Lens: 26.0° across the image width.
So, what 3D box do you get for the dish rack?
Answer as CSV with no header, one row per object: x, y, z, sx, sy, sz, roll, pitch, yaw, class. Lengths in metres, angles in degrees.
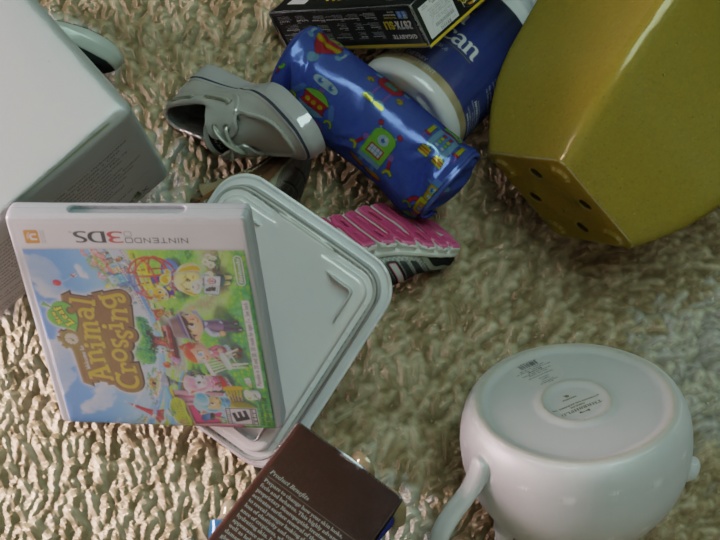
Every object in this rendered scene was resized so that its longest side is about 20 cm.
-0.089,0.042,1.237,0.171,0.044,0.201,34,99,8,dish rack

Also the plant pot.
0.227,-0.134,1.369,0.194,0.195,0.200,46,76,-27,plant pot

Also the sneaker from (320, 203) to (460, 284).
0.000,0.000,1.337,0.199,0.088,0.074,-10,38,-43,sneaker

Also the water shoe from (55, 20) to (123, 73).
-0.311,-0.182,1.376,0.198,0.072,0.080,9,82,-4,water shoe

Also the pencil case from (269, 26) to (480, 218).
0.006,-0.125,1.358,0.200,0.087,0.078,38,15,9,pencil case

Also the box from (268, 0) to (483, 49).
0.035,-0.263,1.429,0.160,0.199,0.050,-46,123,-28,box

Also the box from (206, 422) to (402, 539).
-0.067,0.221,1.135,0.100,0.075,0.200,35,58,7,box

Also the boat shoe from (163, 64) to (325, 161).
-0.105,-0.126,1.336,0.066,0.072,0.200,-40,40,-17,boat shoe

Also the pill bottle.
0.095,-0.201,1.444,0.111,0.111,0.200,37,60,9,pill bottle

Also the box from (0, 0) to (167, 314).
-0.297,-0.108,1.233,0.200,0.171,0.199,-41,78,-7,box

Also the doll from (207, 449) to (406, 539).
-0.054,0.227,1.207,0.199,0.049,0.137,-33,72,-27,doll

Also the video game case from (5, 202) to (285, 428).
-0.157,0.036,1.165,0.181,0.201,0.022,1,37,11,video game case

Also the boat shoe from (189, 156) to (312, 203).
-0.112,-0.053,1.336,0.072,0.076,0.200,30,52,15,boat shoe

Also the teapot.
0.169,0.164,1.246,0.198,0.147,0.198,5,32,13,teapot
